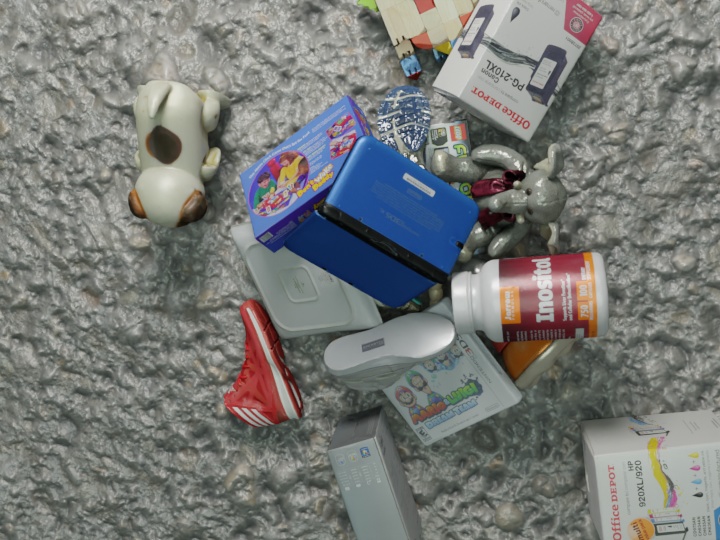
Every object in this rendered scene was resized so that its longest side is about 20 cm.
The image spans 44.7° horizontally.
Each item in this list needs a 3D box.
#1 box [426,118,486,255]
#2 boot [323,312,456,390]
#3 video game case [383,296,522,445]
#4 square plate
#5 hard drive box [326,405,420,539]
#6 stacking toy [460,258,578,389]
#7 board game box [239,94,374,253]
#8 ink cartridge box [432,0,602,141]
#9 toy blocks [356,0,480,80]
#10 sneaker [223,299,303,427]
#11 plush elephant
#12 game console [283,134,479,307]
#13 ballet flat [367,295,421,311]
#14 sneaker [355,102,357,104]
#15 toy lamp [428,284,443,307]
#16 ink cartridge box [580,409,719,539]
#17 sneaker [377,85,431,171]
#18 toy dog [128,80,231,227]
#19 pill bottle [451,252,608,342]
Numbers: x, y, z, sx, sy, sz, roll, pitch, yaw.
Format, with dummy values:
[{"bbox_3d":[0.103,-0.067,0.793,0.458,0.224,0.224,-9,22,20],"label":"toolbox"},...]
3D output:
[{"bbox_3d":[0.119,-0.116,1.302,0.109,0.035,0.201,-8,97,6],"label":"box"},{"bbox_3d":[0.053,0.122,1.270,0.199,0.096,0.074,-13,58,18],"label":"boot"},{"bbox_3d":[0.112,0.155,1.299,0.200,0.024,0.182,-35,94,41],"label":"video game case"},{"bbox_3d":[-0.085,0.013,1.279,0.197,0.028,0.201,-9,114,36],"label":"square plate"},{"bbox_3d":[0.025,0.326,1.314,0.076,0.156,0.201,-18,95,8],"label":"hard drive box"},{"bbox_3d":[0.219,0.061,1.286,0.200,0.146,0.146,45,100,14],"label":"stacking toy"},{"bbox_3d":[-0.069,-0.134,1.215,0.200,0.135,0.045,-33,138,16],"label":"board game box"},{"bbox_3d":[0.215,-0.301,1.213,0.144,0.084,0.201,24,101,-30],"label":"ink cartridge box"},{"bbox_3d":[0.113,-0.360,1.248,0.199,0.100,0.137,-23,107,8],"label":"toy blocks"},{"bbox_3d":[-0.173,0.153,1.348,0.115,0.078,0.201,-20,95,7],"label":"sneaker"},{"bbox_3d":[0.215,-0.098,1.209,0.199,0.155,0.166,-9,96,-10],"label":"plush elephant"},{"bbox_3d":[0.027,-0.060,1.174,0.199,0.118,0.171,30,85,-20],"label":"game console"},{"bbox_3d":[0.000,0.000,1.276,0.075,0.068,0.200,-41,95,8],"label":"ballet flat"},{"bbox_3d":[-0.018,-0.133,1.297,0.115,0.081,0.200,-22,89,12],"label":"sneaker"},{"bbox_3d":[0.115,0.064,1.302,0.058,0.058,0.201,-4,114,6],"label":"toy lamp"},{"bbox_3d":[0.434,0.301,1.275,0.199,0.145,0.148,-7,98,7],"label":"ink cartridge box"},{"bbox_3d":[0.061,-0.163,1.246,0.077,0.085,0.201,1,75,0],"label":"sneaker"},{"bbox_3d":[-0.263,-0.162,1.260,0.139,0.194,0.201,4,92,-7],"label":"toy dog"},{"bbox_3d":[0.226,0.038,1.174,0.199,0.113,0.114,-5,98,11],"label":"pill bottle"}]
